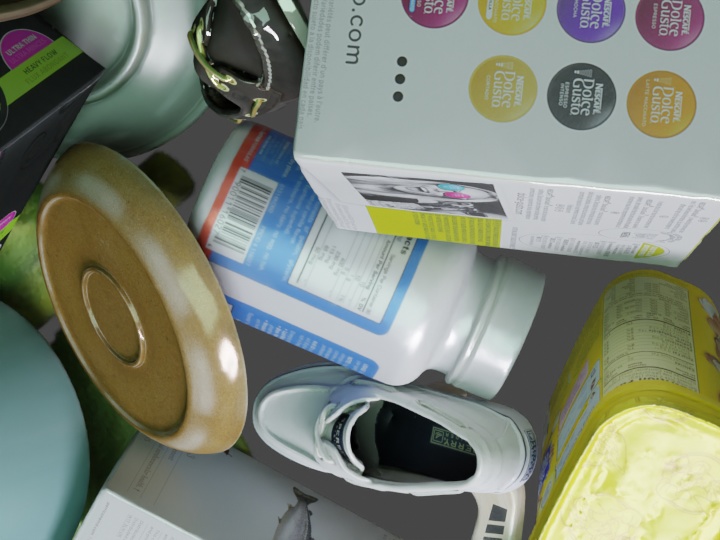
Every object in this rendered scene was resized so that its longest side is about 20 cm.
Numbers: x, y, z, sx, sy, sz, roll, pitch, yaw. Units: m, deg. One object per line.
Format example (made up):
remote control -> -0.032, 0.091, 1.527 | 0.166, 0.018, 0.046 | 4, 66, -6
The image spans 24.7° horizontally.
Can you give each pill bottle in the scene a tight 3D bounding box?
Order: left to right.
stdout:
pill bottle -> 0.000, 0.000, 0.959 | 0.200, 0.112, 0.112 | 24, 113, -1

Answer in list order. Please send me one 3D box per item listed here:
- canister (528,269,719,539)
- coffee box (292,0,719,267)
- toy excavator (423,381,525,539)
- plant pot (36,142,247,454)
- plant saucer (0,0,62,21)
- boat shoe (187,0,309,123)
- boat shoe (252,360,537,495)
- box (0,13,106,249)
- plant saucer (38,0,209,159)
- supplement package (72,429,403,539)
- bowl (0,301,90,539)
canister -> 0.153, 0.097, 0.924 | 0.087, 0.200, 0.149 | 22, 113, 0
coffee box -> 0.085, -0.121, 0.814 | 0.198, 0.200, 0.200 | 6, 82, 5
toy excavator -> 0.091, 0.187, 1.013 | 0.194, 0.100, 0.200 | 20, 107, 27
plant pot -> -0.136, 0.023, 0.963 | 0.200, 0.027, 0.200 | 36, 140, 38
plant saucer -> -0.220, -0.209, 0.879 | 0.200, 0.200, 0.029 | 26, 147, -2
boat shoe -> -0.059, -0.115, 0.872 | 0.061, 0.201, 0.072 | -25, 88, -4
boat shoe -> 0.006, 0.093, 0.981 | 0.200, 0.065, 0.074 | 1, 91, 36
box -> -0.262, -0.058, 0.921 | 0.124, 0.149, 0.200 | 39, 132, 0
plant saucer -> -0.171, -0.153, 0.959 | 0.200, 0.050, 0.200 | 3, 111, 8
supplement package -> -0.083, 0.198, 1.045 | 0.200, 0.117, 0.117 | 29, 112, -3
bowl -> -0.279, 0.116, 1.014 | 0.201, 0.105, 0.201 | 5, 100, 28
